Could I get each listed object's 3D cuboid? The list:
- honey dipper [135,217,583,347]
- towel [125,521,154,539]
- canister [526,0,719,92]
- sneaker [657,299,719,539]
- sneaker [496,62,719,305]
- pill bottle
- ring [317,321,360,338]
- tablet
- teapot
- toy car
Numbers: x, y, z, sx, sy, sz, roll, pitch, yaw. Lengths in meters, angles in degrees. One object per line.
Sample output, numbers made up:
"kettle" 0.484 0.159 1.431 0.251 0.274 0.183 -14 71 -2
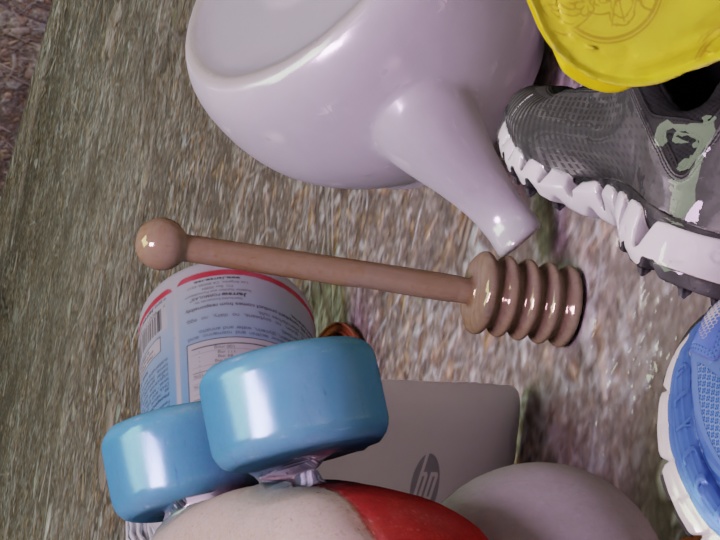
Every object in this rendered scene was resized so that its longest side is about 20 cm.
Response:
"honey dipper" 0.000 0.000 0.926 0.038 0.199 0.038 -170 90 -73
"towel" -0.091 0.243 1.242 0.147 0.024 0.201 -111 -1 -63
"canister" 0.086 -0.155 0.759 0.200 0.086 0.149 -76 -36 -75
"sneaker" 0.151 0.072 0.610 0.089 0.078 0.201 -61 32 33
"sneaker" 0.113 -0.056 0.818 0.200 0.066 0.091 -133 57 -66
"pill bottle" -0.073 0.098 1.228 0.201 0.108 0.109 -97 23 -45
"ring" -0.031 0.130 1.297 0.200 0.019 0.202 -170 90 -74
"tablet" 0.019 0.111 0.901 0.200 0.014 0.131 8 -89 -63
"teapot" 0.020 -0.114 1.048 0.197 0.146 0.201 -2 55 49
"toy car" 0.033 0.123 0.758 0.177 0.199 0.186 -31 67 58
